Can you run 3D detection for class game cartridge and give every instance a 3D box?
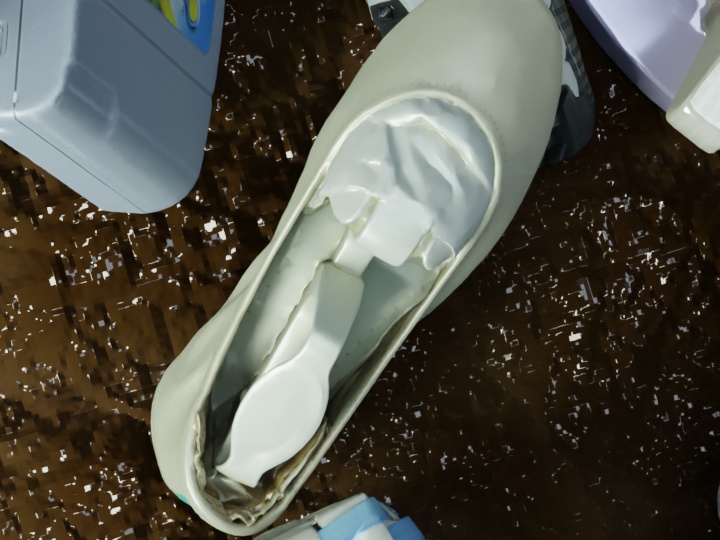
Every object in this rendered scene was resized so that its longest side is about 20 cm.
[{"bbox_3d":[-0.075,-0.125,0.905,0.040,0.133,0.200,0,78,12],"label":"game cartridge"}]

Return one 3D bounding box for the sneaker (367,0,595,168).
[{"bbox_3d":[0.030,-0.130,0.956,0.200,0.066,0.091,56,50,-18],"label":"sneaker"}]

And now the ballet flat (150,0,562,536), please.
[{"bbox_3d":[0.000,0.000,0.912,0.069,0.069,0.200,31,106,-6],"label":"ballet flat"}]

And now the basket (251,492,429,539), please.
[{"bbox_3d":[0.009,0.173,0.888,0.139,0.176,0.200,-33,84,-7],"label":"basket"}]

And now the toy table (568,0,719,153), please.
[{"bbox_3d":[0.153,-0.109,0.953,0.200,0.117,0.184,27,83,-6],"label":"toy table"}]

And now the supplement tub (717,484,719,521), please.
[{"bbox_3d":[0.232,0.071,0.940,0.200,0.145,0.145,-28,91,-10],"label":"supplement tub"}]
